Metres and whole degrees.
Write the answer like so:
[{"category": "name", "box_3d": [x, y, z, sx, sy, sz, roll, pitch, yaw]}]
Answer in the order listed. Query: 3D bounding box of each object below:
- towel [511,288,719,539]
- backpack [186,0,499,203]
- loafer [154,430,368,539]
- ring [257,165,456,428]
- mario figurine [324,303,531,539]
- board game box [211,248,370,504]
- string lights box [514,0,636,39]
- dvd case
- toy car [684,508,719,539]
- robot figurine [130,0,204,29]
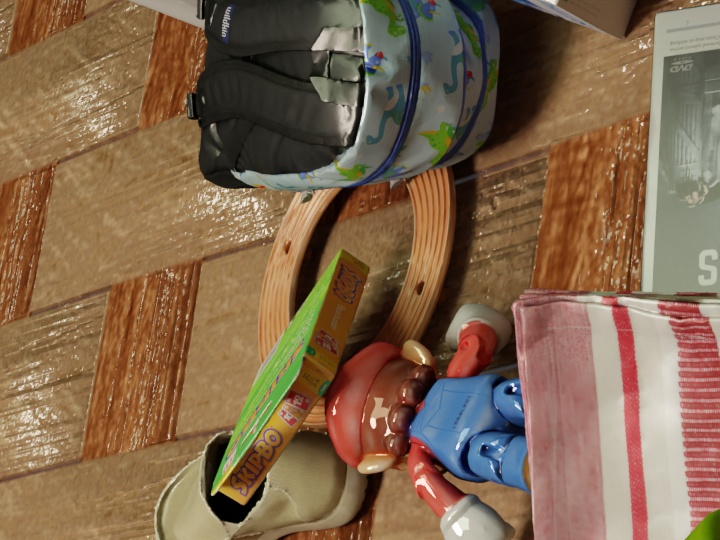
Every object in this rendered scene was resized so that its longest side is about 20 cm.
[{"category": "towel", "box_3d": [0.165, 0.080, 1.296, 0.200, 0.023, 0.144, 1, 105, 29]}, {"category": "backpack", "box_3d": [-0.009, -0.119, 1.684, 0.200, 0.154, 0.163, -174, 91, -75]}, {"category": "loafer", "box_3d": [-0.073, 0.130, 1.743, 0.200, 0.068, 0.076, -25, 53, 51]}, {"category": "ring", "box_3d": [0.000, 0.000, 1.747, 0.200, 0.019, 0.201, -35, 45, 44]}, {"category": "mario figurine", "box_3d": [0.068, 0.087, 1.561, 0.200, 0.123, 0.106, 8, 123, 51]}, {"category": "board game box", "box_3d": [-0.039, 0.061, 1.642, 0.096, 0.030, 0.200, -55, 3, 19]}, {"category": "string lights box", "box_3d": [0.053, -0.195, 1.601, 0.200, 0.103, 0.059, 23, 94, 27]}, {"category": "dvd case", "box_3d": [0.201, -0.034, 1.326, 0.150, 0.025, 0.200, -6, 69, 31]}, {"category": "toy car", "box_3d": [0.113, 0.221, 1.238, 0.158, 0.200, 0.164, 50, 129, 18]}, {"category": "robot figurine", "box_3d": [-0.111, -0.220, 1.865, 0.113, 0.200, 0.170, -55, 33, 24]}]
